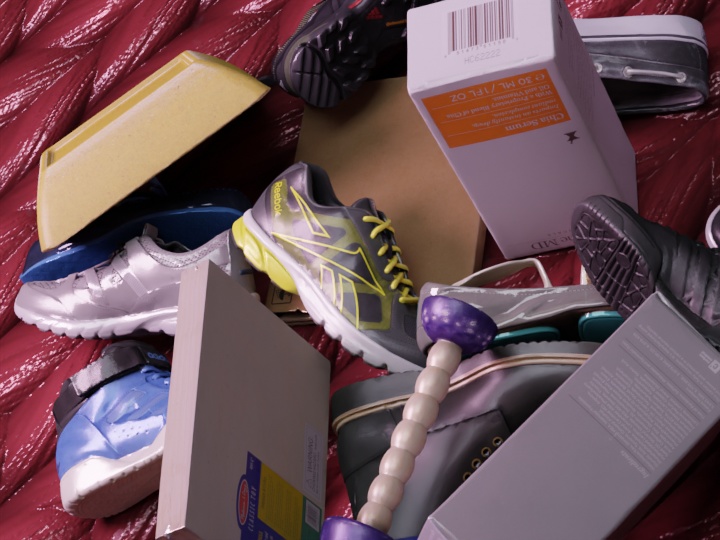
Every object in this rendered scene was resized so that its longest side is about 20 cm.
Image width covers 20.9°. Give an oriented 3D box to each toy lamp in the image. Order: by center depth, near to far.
[{"bbox_3d":[0.024,0.113,1.179,0.058,0.058,0.201,10,67,31],"label":"toy lamp"}]

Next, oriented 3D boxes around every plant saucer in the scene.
[{"bbox_3d":[-0.169,-0.102,1.459,0.199,0.049,0.200,-36,13,-2],"label":"plant saucer"}]

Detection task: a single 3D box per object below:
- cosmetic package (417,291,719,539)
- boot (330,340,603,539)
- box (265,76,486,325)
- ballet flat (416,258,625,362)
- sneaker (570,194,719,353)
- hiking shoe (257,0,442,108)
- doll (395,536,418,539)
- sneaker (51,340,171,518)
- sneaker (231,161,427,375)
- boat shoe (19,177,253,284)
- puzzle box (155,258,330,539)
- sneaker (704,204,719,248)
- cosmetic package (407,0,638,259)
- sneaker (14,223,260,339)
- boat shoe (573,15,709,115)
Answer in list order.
[{"bbox_3d":[0.125,0.121,1.133,0.200,0.107,0.090,-39,75,-22],"label":"cosmetic package"},{"bbox_3d":[0.081,0.130,1.249,0.198,0.077,0.140,-16,62,22],"label":"boot"},{"bbox_3d":[0.020,-0.055,1.424,0.162,0.021,0.202,-5,57,24],"label":"box"},{"bbox_3d":[0.133,0.020,1.262,0.198,0.068,0.064,-5,66,5],"label":"ballet flat"},{"bbox_3d":[0.226,0.016,1.198,0.104,0.060,0.200,-28,65,-29],"label":"sneaker"},{"bbox_3d":[0.006,-0.200,1.491,0.199,0.076,0.100,-36,26,-21],"label":"hiking shoe"},{"bbox_3d":[0.082,0.202,1.190,0.198,0.048,0.138,-8,75,5],"label":"doll"},{"bbox_3d":[-0.129,0.086,1.368,0.199,0.077,0.112,-26,60,17],"label":"sneaker"},{"bbox_3d":[0.000,0.000,1.327,0.199,0.074,0.085,37,103,19],"label":"sneaker"},{"bbox_3d":[-0.170,-0.035,1.469,0.198,0.084,0.069,-10,45,19],"label":"boat shoe"},{"bbox_3d":[-0.070,0.107,1.214,0.025,0.133,0.201,-23,44,27],"label":"puzzle box"},{"bbox_3d":[0.305,-0.023,1.220,0.199,0.083,0.072,17,67,34],"label":"sneaker"},{"bbox_3d":[0.110,-0.096,1.290,0.100,0.200,0.072,-12,54,19],"label":"cosmetic package"},{"bbox_3d":[-0.161,0.008,1.423,0.198,0.075,0.083,-3,88,21],"label":"sneaker"},{"bbox_3d":[0.146,-0.131,1.377,0.197,0.074,0.069,-2,63,4],"label":"boat shoe"}]
